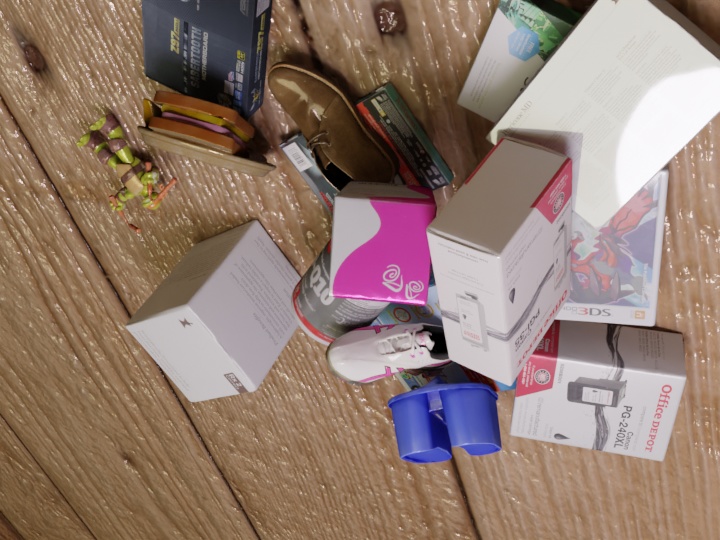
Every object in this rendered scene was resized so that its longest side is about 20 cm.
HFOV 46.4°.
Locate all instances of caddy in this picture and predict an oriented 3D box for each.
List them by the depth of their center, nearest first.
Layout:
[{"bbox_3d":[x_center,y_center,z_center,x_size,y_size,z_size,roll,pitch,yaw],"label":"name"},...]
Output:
[{"bbox_3d":[0.116,0.196,1.138,0.139,0.106,0.200,-11,161,14],"label":"caddy"}]

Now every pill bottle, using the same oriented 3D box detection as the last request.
[{"bbox_3d":[0.000,0.000,1.092,0.113,0.114,0.200,36,128,-3],"label":"pill bottle"}]

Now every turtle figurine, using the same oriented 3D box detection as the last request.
[{"bbox_3d":[-0.341,-0.152,1.252,0.162,0.064,0.199,53,145,-10],"label":"turtle figurine"}]

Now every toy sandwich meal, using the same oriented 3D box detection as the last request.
[{"bbox_3d":[-0.194,-0.177,1.074,0.203,0.205,0.071,19,97,17],"label":"toy sandwich meal"}]

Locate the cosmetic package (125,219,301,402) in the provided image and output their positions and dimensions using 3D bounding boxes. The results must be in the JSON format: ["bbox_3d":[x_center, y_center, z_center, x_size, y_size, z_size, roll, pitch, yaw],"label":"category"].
[{"bbox_3d":[-0.206,0.063,1.264,0.164,0.201,0.166,-16,119,42],"label":"cosmetic package"}]

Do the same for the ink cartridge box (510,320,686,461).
[{"bbox_3d":[0.298,0.147,1.062,0.197,0.084,0.147,8,125,12],"label":"ink cartridge box"}]

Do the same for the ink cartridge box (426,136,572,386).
[{"bbox_3d":[0.147,-0.006,0.846,0.082,0.147,0.201,22,147,30],"label":"ink cartridge box"}]

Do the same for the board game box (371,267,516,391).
[{"bbox_3d":[0.110,0.091,1.193,0.194,0.056,0.201,-16,119,42],"label":"board game box"}]

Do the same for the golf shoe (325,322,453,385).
[{"bbox_3d":[0.048,0.096,1.081,0.092,0.198,0.073,-45,56,48],"label":"golf shoe"}]

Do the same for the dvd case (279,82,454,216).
[{"bbox_3d":[0.004,-0.140,1.070,0.199,0.022,0.146,-21,116,42],"label":"dvd case"}]

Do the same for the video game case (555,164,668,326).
[{"bbox_3d":[0.242,-0.028,0.938,0.180,0.023,0.202,3,124,17],"label":"video game case"}]

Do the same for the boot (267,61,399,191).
[{"bbox_3d":[-0.041,-0.165,1.003,0.200,0.076,0.073,43,140,-8],"label":"boot"}]

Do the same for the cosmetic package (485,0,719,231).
[{"bbox_3d":[0.240,-0.159,0.808,0.150,0.052,0.200,38,126,-3],"label":"cosmetic package"}]

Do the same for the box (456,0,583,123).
[{"bbox_3d":[0.213,-0.191,0.871,0.198,0.036,0.145,27,139,5],"label":"box"}]

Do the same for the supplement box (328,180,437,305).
[{"bbox_3d":[0.026,-0.036,0.892,0.100,0.200,0.105,5,99,3],"label":"supplement box"}]

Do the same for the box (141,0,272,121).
[{"bbox_3d":[-0.189,-0.298,1.023,0.156,0.051,0.201,27,139,10],"label":"box"}]
